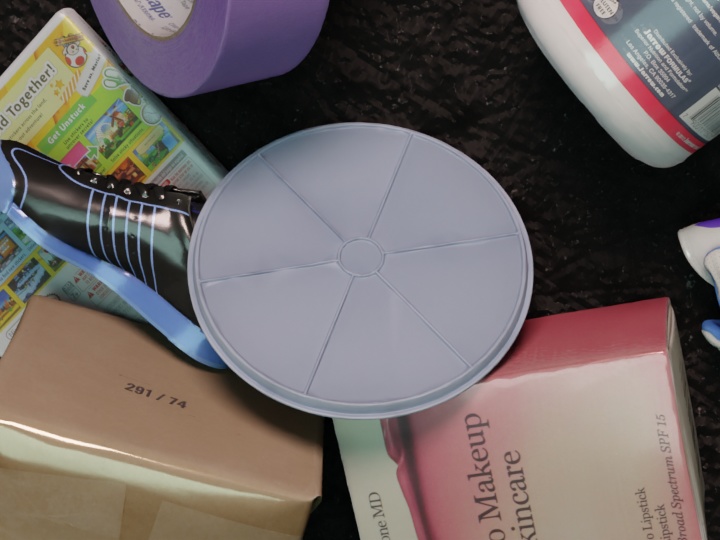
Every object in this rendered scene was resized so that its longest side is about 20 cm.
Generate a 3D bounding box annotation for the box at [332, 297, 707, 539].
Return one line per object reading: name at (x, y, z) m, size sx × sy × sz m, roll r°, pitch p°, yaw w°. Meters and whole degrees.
box at (0.097, 0.104, 0.947) m, size 0.199 × 0.109 × 0.129 m, roll -10°, pitch 103°, yaw 14°

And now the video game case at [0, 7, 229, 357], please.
video game case at (-0.187, -0.032, 1.020) m, size 0.182 × 0.023 × 0.200 m, roll 46°, pitch 110°, yaw -2°

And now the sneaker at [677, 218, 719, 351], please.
sneaker at (0.253, -0.034, 0.891) m, size 0.145 × 0.081 × 0.201 m, roll 5°, pitch 111°, yaw 7°

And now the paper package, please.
paper package at (-0.127, 0.111, 0.942) m, size 0.199 × 0.191 × 0.104 m, roll 15°, pitch 109°, yaw -6°

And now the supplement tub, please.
supplement tub at (0.194, -0.163, 0.840) m, size 0.200 × 0.140 × 0.141 m, roll -38°, pitch 94°, yaw 18°

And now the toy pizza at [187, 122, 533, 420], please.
toy pizza at (0.000, 0.000, 0.924) m, size 0.199 × 0.201 × 0.032 m, roll 15°, pitch 149°, yaw 8°

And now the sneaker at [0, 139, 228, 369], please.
sneaker at (-0.136, -0.029, 0.966) m, size 0.200 × 0.070 × 0.078 m, roll 37°, pitch 101°, yaw -3°

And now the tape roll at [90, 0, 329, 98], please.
tape roll at (-0.093, -0.199, 0.869) m, size 0.200 × 0.065 × 0.201 m, roll 33°, pitch 132°, yaw 47°
